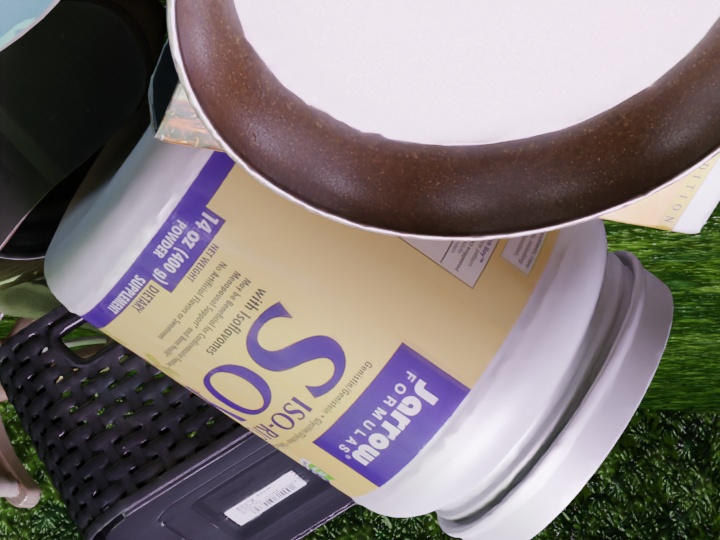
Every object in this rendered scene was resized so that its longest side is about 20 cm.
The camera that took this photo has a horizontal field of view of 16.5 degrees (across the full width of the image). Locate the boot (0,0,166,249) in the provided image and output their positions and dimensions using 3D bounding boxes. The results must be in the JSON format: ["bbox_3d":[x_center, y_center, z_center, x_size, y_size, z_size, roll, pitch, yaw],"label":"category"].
[{"bbox_3d":[-0.151,-0.041,0.951,0.199,0.074,0.076,-33,-168,19],"label":"boot"}]

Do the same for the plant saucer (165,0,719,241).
[{"bbox_3d":[0.041,-0.090,0.728,0.199,0.032,0.201,-6,137,-5],"label":"plant saucer"}]

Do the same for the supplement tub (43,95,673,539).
[{"bbox_3d":[0.000,0.000,0.918,0.199,0.146,0.145,34,165,-10],"label":"supplement tub"}]

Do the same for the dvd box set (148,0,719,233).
[{"bbox_3d":[0.048,-0.082,0.786,0.199,0.030,0.147,10,135,-21],"label":"dvd box set"}]

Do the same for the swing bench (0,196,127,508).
[{"bbox_3d":[-0.167,0.006,1.160,0.200,0.130,0.199,-35,160,16],"label":"swing bench"}]

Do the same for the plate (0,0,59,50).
[{"bbox_3d":[-0.152,-0.089,0.790,0.199,0.026,0.200,-26,167,-7],"label":"plate"}]

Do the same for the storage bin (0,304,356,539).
[{"bbox_3d":[-0.063,0.063,1.101,0.135,0.094,0.200,-32,161,1],"label":"storage bin"}]

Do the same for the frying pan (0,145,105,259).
[{"bbox_3d":[-0.106,-0.053,1.009,0.189,0.116,0.031,14,-165,17],"label":"frying pan"}]
